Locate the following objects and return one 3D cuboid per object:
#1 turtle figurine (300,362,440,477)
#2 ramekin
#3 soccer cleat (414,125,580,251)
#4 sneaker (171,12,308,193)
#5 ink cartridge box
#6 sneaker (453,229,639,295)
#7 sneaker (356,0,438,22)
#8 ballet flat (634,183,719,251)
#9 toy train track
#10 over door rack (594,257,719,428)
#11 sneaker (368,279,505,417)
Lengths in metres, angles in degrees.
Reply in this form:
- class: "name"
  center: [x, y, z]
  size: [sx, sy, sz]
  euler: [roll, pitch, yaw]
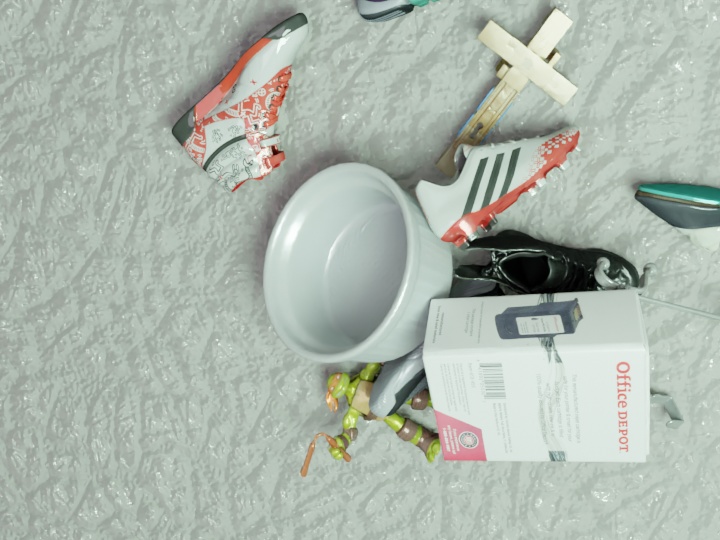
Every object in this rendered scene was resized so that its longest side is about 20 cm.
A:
- class: "turtle figurine"
  center: [0.021, 0.160, 0.987]
  size: [0.159, 0.064, 0.203]
  euler: [23, 86, -5]
- class: "ramekin"
  center: [0.000, 0.000, 0.892]
  size: [0.198, 0.097, 0.205]
  euler: [-12, 70, 36]
- class: "soccer cleat"
  center: [0.140, -0.103, 0.861]
  size: [0.199, 0.069, 0.086]
  euler: [-37, 85, -19]
- class: "sneaker"
  center: [-0.103, -0.172, 0.926]
  size: [0.201, 0.067, 0.108]
  euler: [-39, 96, 21]
- class: "ink cartridge box"
  center: [0.169, 0.103, 0.817]
  size: [0.196, 0.085, 0.147]
  euler: [-3, 126, 15]
- class: "sneaker"
  center: [0.197, 0.003, 0.896]
  size: [0.196, 0.104, 0.061]
  euler: [16, 107, 6]
- class: "sneaker"
  center: [0.081, -0.317, 0.851]
  size: [0.196, 0.074, 0.089]
  euler: [-15, 97, 14]
- class: "ballet flat"
  center: [0.378, -0.053, 0.869]
  size: [0.196, 0.073, 0.075]
  euler: [0, 105, 8]
- class: "toy train track"
  center: [0.147, -0.184, 0.897]
  size: [0.114, 0.033, 0.201]
  euler: [35, 114, -7]
- class: "over door rack"
  center: [0.286, 0.072, 0.888]
  size: [0.197, 0.067, 0.149]
  euler: [20, 129, -14]
- class: "sneaker"
  center: [0.105, 0.103, 0.933]
  size: [0.114, 0.075, 0.200]
  euler: [43, 83, -8]
